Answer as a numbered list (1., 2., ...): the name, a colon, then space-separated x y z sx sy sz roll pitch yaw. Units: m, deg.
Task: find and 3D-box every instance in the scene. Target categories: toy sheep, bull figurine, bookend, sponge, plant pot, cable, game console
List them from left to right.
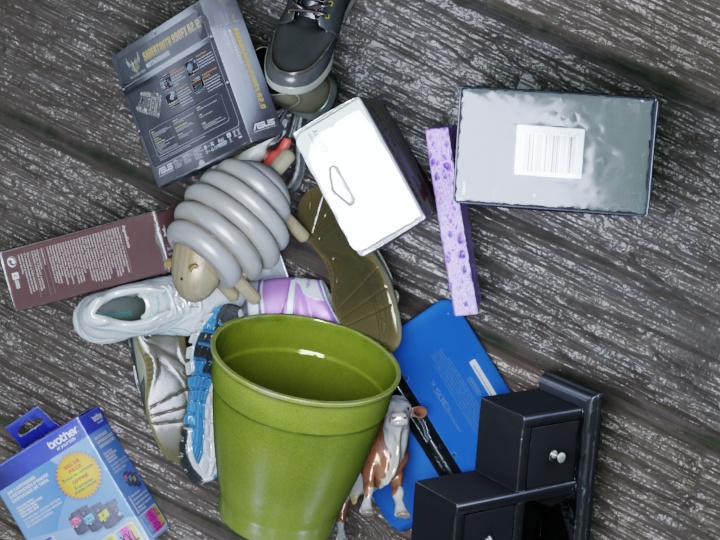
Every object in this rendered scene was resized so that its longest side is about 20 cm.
1. toy sheep: -0.133 -0.050 1.685 0.137 0.138 0.201 34 70 4
2. cable: -0.080 -0.169 1.743 0.097 0.050 0.201 36 101 16
3. plant pot: -0.072 0.176 1.635 0.198 0.201 0.195 14 111 7
4. bull figurine: 0.008 0.218 1.712 0.064 0.200 0.123 16 58 -25
5. game console: 0.071 0.163 1.769 0.170 0.118 0.201 -32 90 -21
6. sponge: 0.102 -0.057 1.697 0.029 0.112 0.203 -8 94 8
7. bookend: 0.148 0.224 1.660 0.197 0.092 0.203 -4 104 -34

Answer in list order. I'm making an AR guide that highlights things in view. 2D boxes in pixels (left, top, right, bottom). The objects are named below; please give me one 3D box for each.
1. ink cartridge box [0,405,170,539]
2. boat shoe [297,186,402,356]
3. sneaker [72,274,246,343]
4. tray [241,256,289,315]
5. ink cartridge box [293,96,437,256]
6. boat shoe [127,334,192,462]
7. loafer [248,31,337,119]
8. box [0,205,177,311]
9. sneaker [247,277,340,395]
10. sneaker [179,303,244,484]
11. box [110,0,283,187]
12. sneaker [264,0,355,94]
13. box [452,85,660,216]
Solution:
1. ink cartridge box: -0.334 0.252 1.812 0.136 0.076 0.201 -32 88 10
2. boat shoe: -0.002 0.001 1.718 0.073 0.063 0.202 -35 73 22
3. sneaker: -0.213 0.040 1.722 0.198 0.080 0.071 -13 85 -18
4. tray: -0.131 0.018 1.785 0.106 0.022 0.202 -20 92 9
5. ink cartridge box: 0.012 -0.102 1.661 0.083 0.200 0.146 -30 90 10
6. boat shoe: -0.223 0.116 1.788 0.071 0.066 0.203 -15 90 -15
7. loafer: -0.118 -0.228 1.716 0.198 0.070 0.076 21 85 24
8. box: -0.289 -0.016 1.756 0.198 0.100 0.076 -15 93 18
9. sneaker: -0.062 0.108 1.738 0.113 0.073 0.203 -4 100 4
10. sneaker: -0.146 0.134 1.744 0.075 0.086 0.203 21 106 44
11. box: -0.181 -0.193 1.703 0.199 0.048 0.160 -19 91 50
12. sneaker: -0.055 -0.284 1.650 0.074 0.107 0.201 12 53 9
13. box: 0.204 -0.126 1.630 0.197 0.198 0.125 5 98 8
